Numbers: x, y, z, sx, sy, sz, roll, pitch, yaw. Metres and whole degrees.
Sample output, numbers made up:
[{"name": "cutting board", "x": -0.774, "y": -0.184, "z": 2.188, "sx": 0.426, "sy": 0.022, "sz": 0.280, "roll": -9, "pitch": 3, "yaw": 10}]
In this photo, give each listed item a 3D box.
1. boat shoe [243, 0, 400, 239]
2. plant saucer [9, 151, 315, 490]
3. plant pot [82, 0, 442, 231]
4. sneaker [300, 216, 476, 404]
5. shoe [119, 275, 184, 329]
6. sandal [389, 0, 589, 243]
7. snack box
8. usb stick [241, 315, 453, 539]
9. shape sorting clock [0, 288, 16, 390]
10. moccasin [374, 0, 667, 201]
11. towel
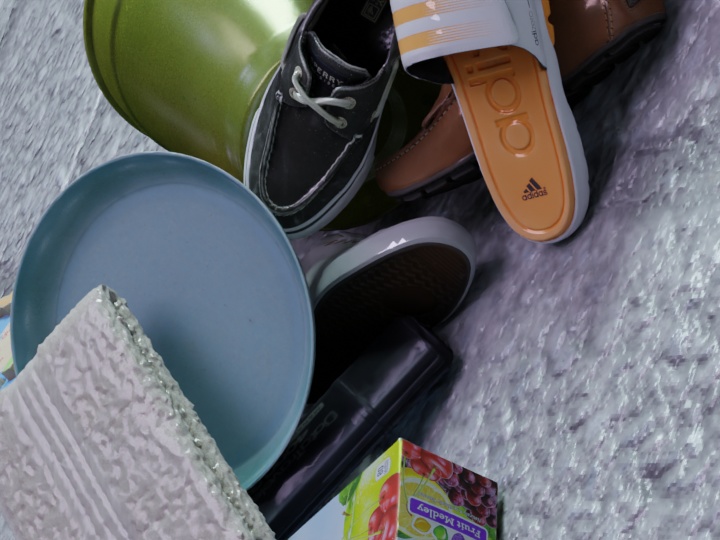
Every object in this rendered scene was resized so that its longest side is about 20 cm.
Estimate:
[{"name": "boat shoe", "x": -0.015, "y": -0.108, "z": 1.609, "sx": 0.200, "sy": 0.071, "sz": 0.064, "roll": -66, "pitch": -10, "yaw": 12}, {"name": "plant saucer", "x": -0.105, "y": 0.034, "z": 1.630, "sx": 0.200, "sy": 0.027, "sz": 0.200, "roll": 2, "pitch": 95, "yaw": 30}, {"name": "plant pot", "x": -0.042, "y": -0.121, "z": 1.761, "sx": 0.200, "sy": 0.200, "sz": 0.193, "roll": -59, "pitch": 33, "yaw": 14}, {"name": "sneaker", "x": 0.000, "y": 0.000, "z": 1.673, "sx": 0.200, "sy": 0.073, "sz": 0.085, "roll": -37, "pitch": 38, "yaw": 50}, {"name": "shoe", "x": -0.115, "y": 0.046, "z": 1.695, "sx": 0.071, "sy": 0.091, "sz": 0.200, "roll": 17, "pitch": 80, "yaw": 37}, {"name": "sandal", "x": 0.061, "y": -0.108, "z": 1.524, "sx": 0.079, "sy": 0.207, "sz": 0.059, "roll": -18, "pitch": 5, "yaw": 37}, {"name": "snack box", "x": -0.005, "y": 0.213, "z": 1.481, "sx": 0.169, "sy": 0.068, "sz": 0.200, "roll": -44, "pitch": 29, "yaw": 42}, {"name": "usb stick", "x": -0.027, "y": 0.105, "z": 1.613, "sx": 0.200, "sy": 0.033, "sz": 0.055, "roll": -47, "pitch": 31, "yaw": -2}, {"name": "shape sorting clock", "x": -0.191, "y": 0.023, "z": 1.779, "sx": 0.200, "sy": 0.039, "sz": 0.200, "roll": -39, "pitch": 19, "yaw": 16}, {"name": "moccasin", "x": 0.074, "y": -0.106, "z": 1.593, "sx": 0.078, "sy": 0.074, "sz": 0.201, "roll": 56, "pitch": 133, "yaw": 10}, {"name": "towel", "x": -0.130, "y": 0.120, "z": 1.601, "sx": 0.133, "sy": 0.034, "sz": 0.200, "roll": -46, "pitch": 59, "yaw": 23}]
